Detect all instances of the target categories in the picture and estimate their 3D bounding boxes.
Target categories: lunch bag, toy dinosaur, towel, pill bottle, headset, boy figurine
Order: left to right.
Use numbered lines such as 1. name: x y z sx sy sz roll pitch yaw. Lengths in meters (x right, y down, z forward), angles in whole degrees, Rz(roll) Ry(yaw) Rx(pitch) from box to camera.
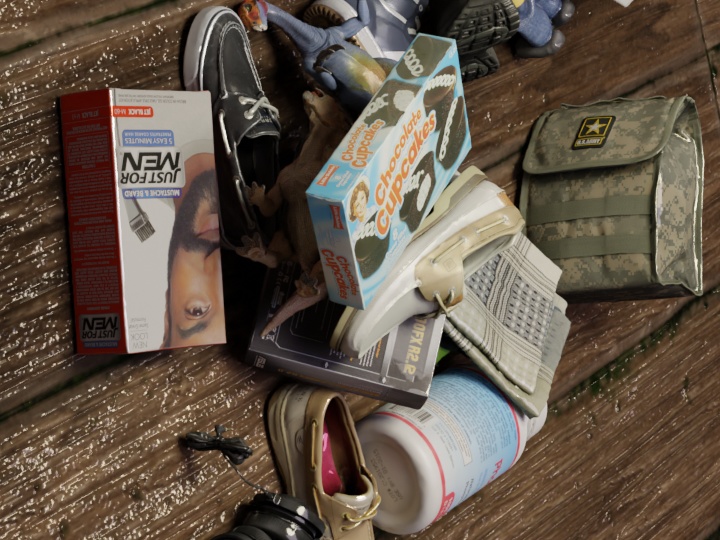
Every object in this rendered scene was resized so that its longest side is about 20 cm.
1. headset: -0.092 0.223 1.608 0.123 0.093 0.201 -42 133 -46
2. toy dinosaur: -0.029 -0.043 1.591 0.135 0.085 0.202 -9 107 -64
3. toy dinosaur: -0.023 -0.164 1.664 0.105 0.180 0.201 -52 159 -45
4. pill bottle: 0.080 0.149 1.762 0.199 0.108 0.110 -26 107 -46
5. towel: 0.120 0.013 1.792 0.200 0.034 0.193 47 31 -17
6. boy figurine: 0.129 -0.285 1.883 0.200 0.064 0.125 41 56 -38
7. lunch bag: 0.245 -0.073 1.922 0.117 0.163 0.202 14 75 -54

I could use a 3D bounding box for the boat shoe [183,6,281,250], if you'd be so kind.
1. boat shoe: -0.096 -0.118 1.610 0.071 0.067 0.202 -2 89 -48

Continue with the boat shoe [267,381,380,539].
1. boat shoe: -0.020 0.191 1.674 0.074 0.069 0.201 -34 113 -44

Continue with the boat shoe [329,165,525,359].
1. boat shoe: 0.057 0.003 1.602 0.068 0.075 0.200 39 71 10

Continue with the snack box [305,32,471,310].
1. snack box: 0.025 -0.080 1.546 0.200 0.037 0.117 -56 149 -36

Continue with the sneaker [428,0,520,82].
1. sneaker: 0.091 -0.233 1.776 0.075 0.200 0.091 -13 80 -10

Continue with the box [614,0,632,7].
1. box: 0.202 -0.368 1.888 0.199 0.106 0.153 22 29 -45

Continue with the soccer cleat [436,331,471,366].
1. soccer cleat: 0.044 0.042 1.749 0.199 0.067 0.081 4 53 -49

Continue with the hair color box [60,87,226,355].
1. hair color box: -0.168 -0.039 1.528 0.110 0.064 0.202 -5 92 -50

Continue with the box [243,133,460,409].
1. box: 0.000 0.000 1.659 0.157 0.048 0.202 14 72 -5

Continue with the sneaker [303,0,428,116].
1. sneaker: 0.035 -0.184 1.764 0.109 0.070 0.201 -52 121 -35
